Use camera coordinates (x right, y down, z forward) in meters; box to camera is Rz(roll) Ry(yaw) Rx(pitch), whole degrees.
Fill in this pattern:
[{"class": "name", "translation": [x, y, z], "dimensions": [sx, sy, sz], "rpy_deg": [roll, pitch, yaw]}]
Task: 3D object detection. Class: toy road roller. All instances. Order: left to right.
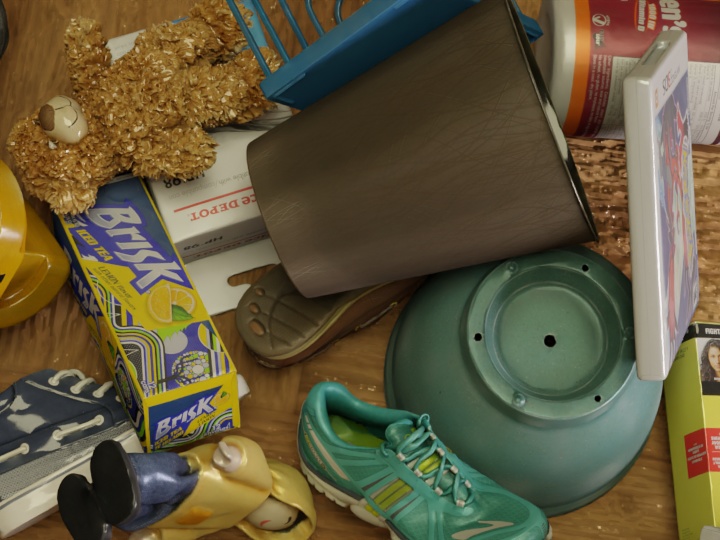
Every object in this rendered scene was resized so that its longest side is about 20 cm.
[{"class": "toy road roller", "translation": [-0.290, 0.011, 1.581], "dimensions": [0.201, 0.145, 0.123], "rpy_deg": [-57, 50, 22]}]

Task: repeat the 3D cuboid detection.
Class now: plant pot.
[{"class": "plant pot", "translation": [0.122, 0.060, 1.608], "dimensions": [0.199, 0.134, 0.202], "rpy_deg": [2, 73, -6]}]

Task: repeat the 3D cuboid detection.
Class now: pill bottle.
[{"class": "pill bottle", "translation": [0.230, -0.148, 1.695], "dimensions": [0.199, 0.110, 0.110], "rpy_deg": [3, 73, -5]}]

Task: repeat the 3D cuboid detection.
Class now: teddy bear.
[{"class": "teddy bear", "translation": [-0.148, -0.119, 1.598], "dimensions": [0.199, 0.067, 0.146], "rpy_deg": [-13, 73, -6]}]

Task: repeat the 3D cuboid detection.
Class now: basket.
[{"class": "basket", "translation": [0.035, -0.070, 1.553], "dimensions": [0.199, 0.136, 0.181], "rpy_deg": [-20, 88, 8]}]

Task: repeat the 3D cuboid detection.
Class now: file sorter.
[{"class": "file sorter", "translation": [0.008, -0.190, 1.620], "dimensions": [0.138, 0.200, 0.123], "rpy_deg": [-35, 71, 20]}]

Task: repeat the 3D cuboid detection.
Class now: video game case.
[{"class": "video game case", "translation": [0.204, -0.048, 1.570], "dimensions": [0.023, 0.182, 0.201], "rpy_deg": [0, 105, 15]}]

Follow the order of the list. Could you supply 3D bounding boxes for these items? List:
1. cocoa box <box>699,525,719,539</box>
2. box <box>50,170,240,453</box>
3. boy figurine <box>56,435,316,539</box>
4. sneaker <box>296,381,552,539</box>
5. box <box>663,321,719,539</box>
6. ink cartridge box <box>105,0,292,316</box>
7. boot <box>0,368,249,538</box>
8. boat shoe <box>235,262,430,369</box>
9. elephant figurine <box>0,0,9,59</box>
[{"class": "cocoa box", "translation": [0.294, 0.278, 1.513], "dimensions": [0.131, 0.133, 0.201], "rpy_deg": [10, 90, -38]}, {"class": "box", "translation": [-0.149, 0.025, 1.584], "dimensions": [0.070, 0.065, 0.200], "rpy_deg": [-16, 50, -16]}, {"class": "boy figurine", "translation": [-0.110, 0.155, 1.555], "dimensions": [0.124, 0.199, 0.065], "rpy_deg": [-42, 58, 27]}, {"class": "sneaker", "translation": [0.037, 0.140, 1.566], "dimensions": [0.199, 0.080, 0.077], "rpy_deg": [25, 46, 25]}, {"class": "box", "translation": [0.260, 0.140, 1.634], "dimensions": [0.075, 0.050, 0.201], "rpy_deg": [6, 72, -24]}, {"class": "ink cartridge box", "translation": [-0.100, -0.079, 1.661], "dimensions": [0.115, 0.067, 0.201], "rpy_deg": [-18, 76, -11]}, {"class": "boot", "translation": [-0.180, 0.096, 1.595], "dimensions": [0.199, 0.073, 0.091], "rpy_deg": [-28, 84, -13]}, {"class": "boat shoe", "translation": [0.000, 0.001, 1.646], "dimensions": [0.200, 0.068, 0.072], "rpy_deg": [-35, 69, -11]}, {"class": "elephant figurine", "translation": [-0.305, -0.148, 1.621], "dimensions": [0.199, 0.156, 0.142], "rpy_deg": [-5, 51, 1]}]
